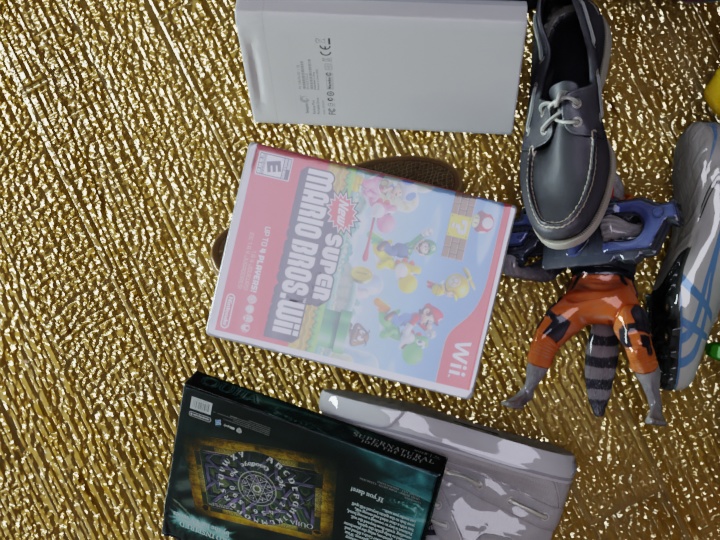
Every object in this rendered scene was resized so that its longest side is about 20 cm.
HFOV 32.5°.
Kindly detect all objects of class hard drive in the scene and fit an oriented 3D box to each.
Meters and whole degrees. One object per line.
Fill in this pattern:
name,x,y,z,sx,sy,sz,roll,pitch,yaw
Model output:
hard drive,0.016,-0.148,0.894,0.198,0.132,0.027,3,62,4

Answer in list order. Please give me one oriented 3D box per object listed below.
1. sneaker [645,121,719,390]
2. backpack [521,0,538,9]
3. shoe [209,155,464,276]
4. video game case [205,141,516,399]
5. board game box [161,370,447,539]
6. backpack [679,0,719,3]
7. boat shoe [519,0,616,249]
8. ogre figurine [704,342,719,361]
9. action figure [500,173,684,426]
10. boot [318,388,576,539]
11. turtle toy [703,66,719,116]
sneaker,0.256,-0.008,0.909,0.072,0.072,0.202,9,94,-6
backpack,0.037,-0.289,0.882,0.181,0.147,0.202,-5,87,1
shoe,-0.016,-0.032,0.939,0.198,0.054,0.070,-19,58,0
video game case,0.000,0.000,0.891,0.198,0.017,0.144,14,91,2
board game box,-0.046,0.168,0.913,0.199,0.028,0.136,18,114,11
backpack,0.224,-0.269,0.854,0.198,0.178,0.152,8,92,6
boat shoe,0.140,-0.114,0.881,0.072,0.063,0.202,-6,63,30
ogre figurine,0.304,0.067,0.880,0.097,0.120,0.202,-4,91,-1
action figure,0.151,0.009,0.921,0.199,0.104,0.195,3,84,33
boot,0.055,0.156,0.919,0.198,0.074,0.096,16,91,6
turtle toy,0.349,-0.138,0.884,0.200,0.101,0.146,38,113,0
